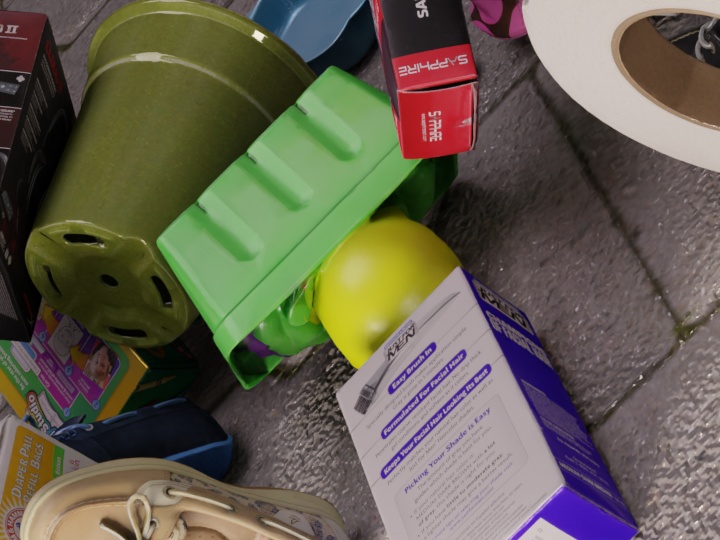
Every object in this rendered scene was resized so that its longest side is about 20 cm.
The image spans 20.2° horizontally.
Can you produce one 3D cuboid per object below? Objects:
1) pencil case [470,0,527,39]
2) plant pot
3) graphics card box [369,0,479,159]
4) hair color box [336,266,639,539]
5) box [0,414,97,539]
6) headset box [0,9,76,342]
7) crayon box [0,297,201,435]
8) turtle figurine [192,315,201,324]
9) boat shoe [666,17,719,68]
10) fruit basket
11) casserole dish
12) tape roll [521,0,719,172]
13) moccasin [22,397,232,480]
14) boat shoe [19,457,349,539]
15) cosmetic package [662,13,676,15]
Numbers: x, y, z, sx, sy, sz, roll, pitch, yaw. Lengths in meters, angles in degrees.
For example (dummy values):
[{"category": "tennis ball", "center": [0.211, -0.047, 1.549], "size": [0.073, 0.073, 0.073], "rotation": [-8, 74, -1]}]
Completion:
[{"category": "pencil case", "center": [0.084, -0.244, 1.311], "size": [0.091, 0.200, 0.094], "rotation": [-32, 38, -9]}, {"category": "plant pot", "center": [-0.140, -0.054, 1.411], "size": [0.200, 0.200, 0.190], "rotation": [-25, 29, 45]}, {"category": "graphics card box", "center": [0.027, -0.177, 1.179], "size": [0.125, 0.051, 0.201], "rotation": [78, -178, -76]}, {"category": "hair color box", "center": [0.063, 0.101, 1.088], "size": [0.109, 0.065, 0.200], "rotation": [-46, 34, 17]}, {"category": "box", "center": [-0.171, 0.193, 1.223], "size": [0.112, 0.200, 0.102], "rotation": [-36, 33, 33]}, {"category": "headset box", "center": [-0.255, -0.074, 1.409], "size": [0.149, 0.077, 0.200], "rotation": [86, -167, -57]}, {"category": "crayon box", "center": [-0.216, 0.048, 1.487], "size": [0.200, 0.058, 0.119], "rotation": [48, 118, 28]}, {"category": "turtle figurine", "center": [-0.194, 0.029, 1.567], "size": [0.200, 0.101, 0.150], "rotation": [-21, 42, 39]}, {"category": "boat shoe", "center": [0.216, -0.126, 1.102], "size": [0.200, 0.068, 0.072], "rotation": [-5, 57, 59]}, {"category": "fruit basket", "center": [0.000, 0.000, 1.260], "size": [0.216, 0.215, 0.156], "rotation": [-60, -9, -10]}, {"category": "casserole dish", "center": [-0.036, -0.197, 1.620], "size": [0.200, 0.039, 0.121], "rotation": [-8, 53, 55]}, {"category": "tape roll", "center": [0.179, -0.111, 0.995], "size": [0.203, 0.203, 0.037], "rotation": [-10, 52, 54]}, {"category": "moccasin", "center": [-0.183, 0.133, 1.337], "size": [0.068, 0.200, 0.081], "rotation": [51, 134, 34]}, {"category": "boat shoe", "center": [-0.092, 0.154, 1.148], "size": [0.063, 0.199, 0.073], "rotation": [-129, 50, -58]}, {"category": "cosmetic package", "center": [0.124, -0.239, 1.207], "size": [0.101, 0.200, 0.074], "rotation": [6, 63, 31]}]
